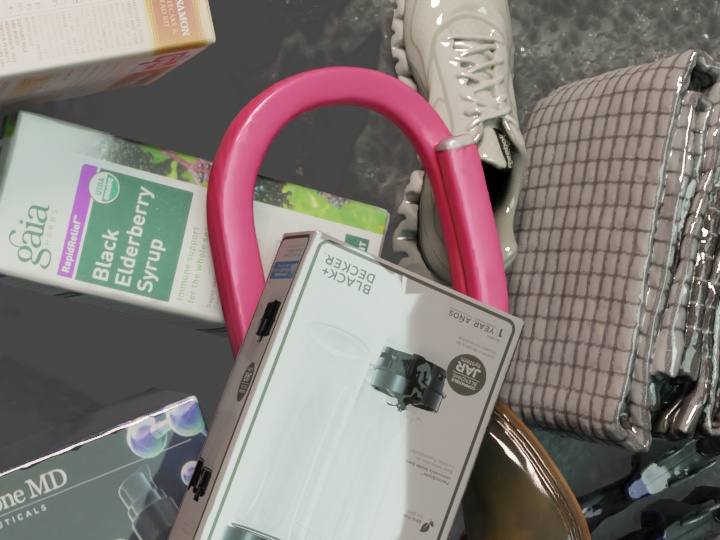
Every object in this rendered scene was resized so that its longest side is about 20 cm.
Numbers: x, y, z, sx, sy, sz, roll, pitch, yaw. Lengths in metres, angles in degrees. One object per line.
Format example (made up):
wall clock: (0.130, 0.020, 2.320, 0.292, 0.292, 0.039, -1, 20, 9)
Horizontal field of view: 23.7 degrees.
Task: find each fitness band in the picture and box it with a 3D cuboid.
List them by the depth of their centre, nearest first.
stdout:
fitness band: (0.000, 0.000, 0.847, 0.142, 0.037, 0.203, -13, 93, -21)

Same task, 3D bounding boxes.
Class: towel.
towel: (0.146, -0.005, 0.916, 0.085, 0.165, 0.203, 13, 84, -23)

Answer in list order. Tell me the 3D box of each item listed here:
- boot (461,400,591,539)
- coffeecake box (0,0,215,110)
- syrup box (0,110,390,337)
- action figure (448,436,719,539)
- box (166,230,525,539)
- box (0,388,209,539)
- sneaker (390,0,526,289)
boot: (0.066, 0.161, 0.858, 0.096, 0.075, 0.202, -17, 76, -32)
coffeecake box: (-0.185, -0.115, 0.810, 0.198, 0.153, 0.074, -12, 92, -19)
syrup box: (-0.095, -0.015, 0.876, 0.198, 0.081, 0.080, 15, 83, -19)
action figure: (0.118, 0.154, 0.951, 0.198, 0.069, 0.131, -27, 101, -15)
box: (-0.015, 0.095, 0.794, 0.116, 0.060, 0.202, 22, 83, -17)
box: (-0.125, 0.178, 0.845, 0.147, 0.107, 0.202, -21, 94, -18)
sneaker: (0.061, -0.087, 0.934, 0.074, 0.081, 0.203, -1, 87, -17)
